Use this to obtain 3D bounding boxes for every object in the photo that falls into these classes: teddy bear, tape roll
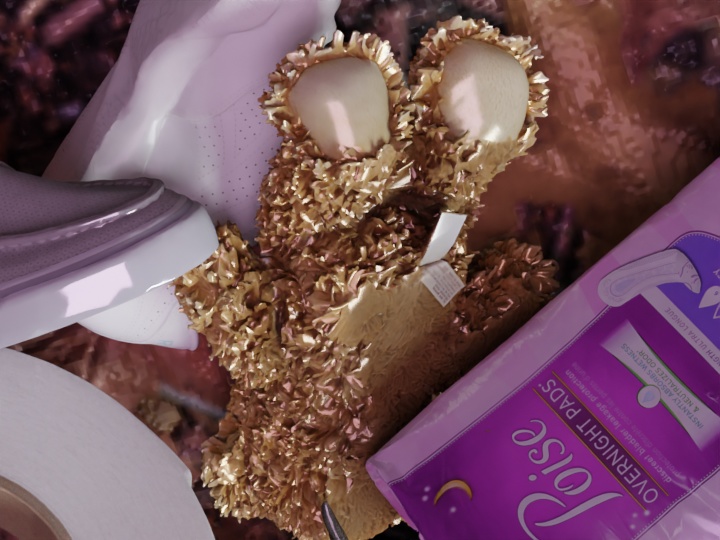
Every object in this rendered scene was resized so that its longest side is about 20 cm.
[{"bbox_3d":[0.000,0.000,0.812,0.145,0.067,0.200,-27,136,-20],"label":"teddy bear"},{"bbox_3d":[-0.142,0.119,0.783,0.202,0.203,0.037,13,151,-4],"label":"tape roll"}]

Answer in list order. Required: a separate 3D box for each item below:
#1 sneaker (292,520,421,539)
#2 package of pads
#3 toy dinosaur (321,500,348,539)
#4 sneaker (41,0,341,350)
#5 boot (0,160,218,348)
[{"bbox_3d":[0.072,0.153,0.876,0.199,0.076,0.115,4,111,3],"label":"sneaker"},{"bbox_3d":[0.110,0.050,0.793,0.200,0.121,0.076,-40,146,-2],"label":"package of pads"},{"bbox_3d":[-0.053,0.166,0.849,0.077,0.102,0.201,-5,115,-25],"label":"toy dinosaur"},{"bbox_3d":[-0.038,-0.059,0.815,0.088,0.075,0.200,27,114,-21],"label":"sneaker"},{"bbox_3d":[-0.147,-0.024,0.763,0.199,0.074,0.096,-11,106,24],"label":"boot"}]
